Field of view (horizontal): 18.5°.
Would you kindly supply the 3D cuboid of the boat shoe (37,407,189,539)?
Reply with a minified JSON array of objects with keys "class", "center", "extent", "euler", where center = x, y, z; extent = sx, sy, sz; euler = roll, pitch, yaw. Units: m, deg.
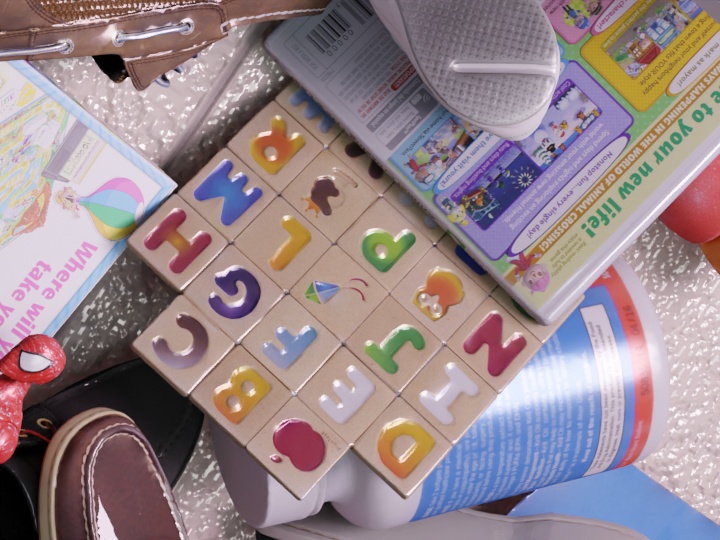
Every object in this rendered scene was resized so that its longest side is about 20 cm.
[{"class":"boat shoe","center":[-0.080,0.155,0.955],"extent":[0.072,0.072,0.201],"euler":[-21,104,-44]}]

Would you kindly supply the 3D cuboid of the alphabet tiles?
[{"class":"alphabet tiles","center":[0.000,0.000,0.988],"extent":[0.166,0.006,0.200],"euler":[43,65,3]}]

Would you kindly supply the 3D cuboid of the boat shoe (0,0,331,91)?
[{"class":"boat shoe","center":[-0.096,-0.119,0.938],"extent":[0.199,0.072,0.073],"euler":[-1,123,-35]}]

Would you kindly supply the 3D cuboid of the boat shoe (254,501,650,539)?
[{"class":"boat shoe","center":[0.044,0.146,1.065],"extent":[0.199,0.075,0.062],"euler":[6,117,6]}]

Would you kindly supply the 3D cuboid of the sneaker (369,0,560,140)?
[{"class":"sneaker","center":[0.021,-0.139,0.957],"extent":[0.070,0.080,0.201],"euler":[-28,77,1]}]

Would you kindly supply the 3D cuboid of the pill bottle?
[{"class":"pill bottle","center":[0.035,0.058,1.041],"extent":[0.199,0.112,0.113],"euler":[-12,113,-21]}]

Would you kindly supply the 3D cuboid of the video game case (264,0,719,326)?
[{"class":"video game case","center":[0.089,-0.108,1.001],"extent":[0.182,0.022,0.200],"euler":[45,87,4]}]

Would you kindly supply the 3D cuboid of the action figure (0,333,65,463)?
[{"class":"action figure","center":[-0.213,0.081,0.925],"extent":[0.199,0.065,0.052],"euler":[-28,135,-12]}]

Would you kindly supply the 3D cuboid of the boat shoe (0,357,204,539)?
[{"class":"boat shoe","center":[-0.145,0.101,0.977],"extent":[0.201,0.063,0.074],"euler":[-36,76,-25]}]

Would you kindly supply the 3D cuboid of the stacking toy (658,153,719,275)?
[{"class":"stacking toy","center":[0.156,-0.077,1.052],"extent":[0.199,0.146,0.147],"euler":[26,97,-15]}]

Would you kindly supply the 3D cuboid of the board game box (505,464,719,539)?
[{"class":"board game box","center":[0.120,0.183,1.170],"extent":[0.200,0.039,0.158],"euler":[35,86,-33]}]

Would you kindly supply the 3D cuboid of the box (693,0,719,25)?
[{"class":"box","center":[0.131,-0.203,0.892],"extent":[0.200,0.097,0.124],"euler":[40,90,-2]}]

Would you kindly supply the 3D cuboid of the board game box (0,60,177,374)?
[{"class":"board game box","center":[-0.194,-0.003,0.959],"extent":[0.134,0.034,0.200],"euler":[40,90,-30]}]
